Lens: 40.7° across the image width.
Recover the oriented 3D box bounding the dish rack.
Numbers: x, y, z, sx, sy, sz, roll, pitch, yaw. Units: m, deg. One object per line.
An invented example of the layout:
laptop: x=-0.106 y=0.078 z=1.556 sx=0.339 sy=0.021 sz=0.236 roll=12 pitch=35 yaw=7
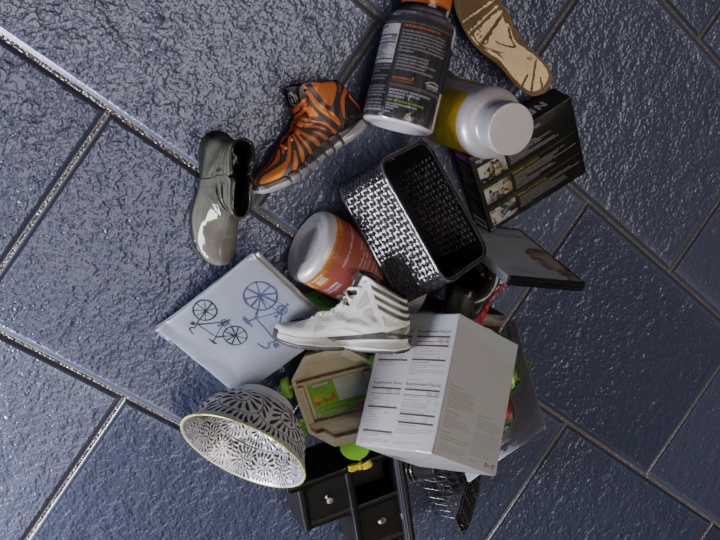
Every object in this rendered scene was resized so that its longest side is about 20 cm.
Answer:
dish rack: x=0.149 y=0.337 z=1.628 sx=0.200 sy=0.054 sz=0.154 roll=64 pitch=36 yaw=-34

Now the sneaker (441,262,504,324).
sneaker: x=0.185 y=0.006 z=1.517 sx=0.201 sy=0.071 sz=0.098 roll=-55 pitch=154 yaw=-42

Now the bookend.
bookend: x=-0.026 y=0.381 z=1.576 sx=0.200 sy=0.092 sz=0.199 roll=-15 pitch=112 yaw=-19

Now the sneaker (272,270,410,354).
sneaker: x=-0.026 y=0.056 z=1.390 sx=0.200 sy=0.076 sz=0.116 roll=2 pitch=91 yaw=8

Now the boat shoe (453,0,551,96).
boat shoe: x=0.210 y=-0.346 z=1.469 sx=0.072 sy=0.065 sz=0.200 roll=-45 pitch=100 yaw=4

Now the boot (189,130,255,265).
boot: x=-0.186 y=-0.089 z=1.328 sx=0.068 sy=0.131 sz=0.201 roll=-4 pitch=108 yaw=-23

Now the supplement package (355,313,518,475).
supplement package: x=0.114 y=0.181 z=1.422 sx=0.152 sy=0.150 sz=0.200 roll=28 pitch=68 yaw=-42

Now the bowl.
bowl: x=-0.157 y=0.231 z=1.440 sx=0.201 sy=0.200 sz=0.094 roll=46 pitch=52 yaw=-29

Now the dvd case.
dvd case: x=0.239 y=-0.024 z=1.509 sx=0.142 sy=0.200 sz=0.018 roll=4 pitch=114 yaw=-26

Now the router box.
router box: x=0.256 y=-0.174 z=1.537 sx=0.200 sy=0.051 sz=0.149 roll=-32 pitch=128 yaw=-13

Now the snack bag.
snack bag: x=-0.167 y=0.085 z=1.426 sx=0.200 sy=0.021 sz=0.189 roll=-37 pitch=121 yaw=15

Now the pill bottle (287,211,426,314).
pill bottle: x=0.000 y=0.000 z=1.454 sx=0.200 sy=0.112 sz=0.112 roll=26 pitch=94 yaw=-29

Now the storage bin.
storage bin: x=0.078 y=-0.072 z=1.415 sx=0.135 sy=0.094 sz=0.200 roll=-32 pitch=94 yaw=-49

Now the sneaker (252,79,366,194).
sneaker: x=-0.094 y=-0.200 z=1.377 sx=0.200 sy=0.078 sz=0.112 roll=-40 pitch=115 yaw=-20

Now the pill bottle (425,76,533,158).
pill bottle: x=0.166 y=-0.221 z=1.410 sx=0.104 sy=0.200 sz=0.105 roll=-8 pitch=109 yaw=-22

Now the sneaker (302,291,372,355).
sneaker: x=-0.021 y=0.096 z=1.497 sx=0.200 sy=0.077 sz=0.084 roll=29 pitch=102 yaw=-22

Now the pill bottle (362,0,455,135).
pill bottle: x=0.075 y=-0.302 z=1.388 sx=0.106 sy=0.106 sz=0.201 roll=13 pitch=91 yaw=-28

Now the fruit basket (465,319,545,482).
fruit basket: x=0.212 y=0.205 z=1.533 sx=0.094 sy=0.200 sz=0.185 roll=14 pitch=135 yaw=-35

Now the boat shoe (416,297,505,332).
boat shoe: x=0.144 y=0.090 z=1.575 sx=0.200 sy=0.076 sz=0.072 roll=8 pitch=105 yaw=-25

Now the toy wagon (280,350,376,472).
toy wagon: x=-0.028 y=0.212 z=1.487 sx=0.155 sy=0.040 sz=0.200 roll=-15 pitch=105 yaw=10
